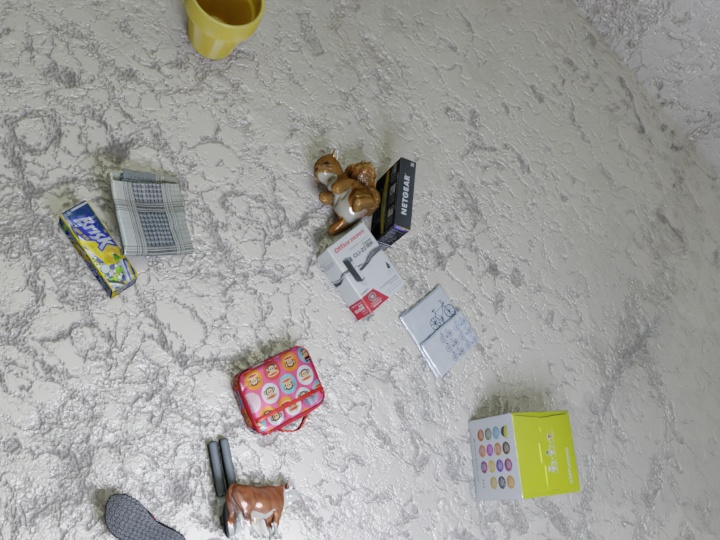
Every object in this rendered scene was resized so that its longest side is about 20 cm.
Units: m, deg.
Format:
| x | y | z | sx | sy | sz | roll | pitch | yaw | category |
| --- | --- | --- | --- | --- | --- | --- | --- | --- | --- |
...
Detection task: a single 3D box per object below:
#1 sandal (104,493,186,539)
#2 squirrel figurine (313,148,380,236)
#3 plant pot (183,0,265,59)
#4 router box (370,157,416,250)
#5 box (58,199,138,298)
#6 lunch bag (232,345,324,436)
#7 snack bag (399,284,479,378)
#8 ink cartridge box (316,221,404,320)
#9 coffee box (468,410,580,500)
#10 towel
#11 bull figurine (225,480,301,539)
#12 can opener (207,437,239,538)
| x | y | z | sx | sy | sz | roll | pitch | yaw | category |
| --- | --- | --- | --- | --- | --- | --- | --- | --- | --- |
| -0.439 | 0.523 | 1.298 | 0.200 | 0.045 | 0.076 | 46 | 62 | -23 | sandal |
| -0.039 | -0.227 | 1.726 | 0.197 | 0.142 | 0.189 | -24 | 74 | -45 | squirrel figurine |
| -0.363 | -0.653 | 1.649 | 0.195 | 0.188 | 0.208 | 9 | 68 | -24 | plant pot |
| 0.087 | -0.178 | 1.741 | 0.051 | 0.157 | 0.207 | 15 | 67 | -20 | router box |
| -0.573 | -0.045 | 1.404 | 0.070 | 0.064 | 0.203 | -36 | 92 | -32 | box |
| -0.185 | 0.289 | 1.488 | 0.196 | 0.082 | 0.181 | -22 | 88 | -30 | lunch bag |
| 0.220 | 0.161 | 1.774 | 0.187 | 0.021 | 0.203 | -34 | 90 | -32 | snack bag |
| 0.000 | 0.000 | 1.677 | 0.143 | 0.083 | 0.202 | -36 | 91 | -31 | ink cartridge box |
| 0.421 | 0.479 | 1.666 | 0.194 | 0.197 | 0.207 | 4 | 71 | -25 | coffee box |
| -0.475 | -0.133 | 1.467 | 0.189 | 0.034 | 0.206 | -3 | 73 | -50 | towel |
| -0.206 | 0.508 | 1.367 | 0.197 | 0.064 | 0.125 | 22 | 48 | -43 | bull figurine |
| -0.286 | 0.465 | 1.383 | 0.051 | 0.066 | 0.206 | -7 | 72 | -27 | can opener |
